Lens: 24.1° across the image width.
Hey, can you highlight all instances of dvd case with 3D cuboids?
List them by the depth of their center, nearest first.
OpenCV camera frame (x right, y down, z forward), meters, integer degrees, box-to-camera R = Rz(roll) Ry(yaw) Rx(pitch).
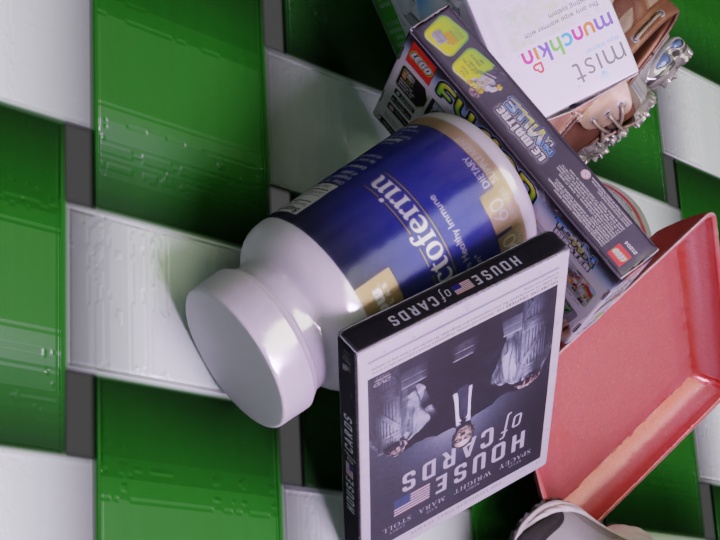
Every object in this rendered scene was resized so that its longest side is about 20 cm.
[{"bbox_3d":[0.055,0.081,1.015,0.149,0.025,0.201,-26,139,-22],"label":"dvd case"}]

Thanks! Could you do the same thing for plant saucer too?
[{"bbox_3d":[0.182,0.077,1.196,0.200,0.037,0.200,-40,139,-20],"label":"plant saucer"}]

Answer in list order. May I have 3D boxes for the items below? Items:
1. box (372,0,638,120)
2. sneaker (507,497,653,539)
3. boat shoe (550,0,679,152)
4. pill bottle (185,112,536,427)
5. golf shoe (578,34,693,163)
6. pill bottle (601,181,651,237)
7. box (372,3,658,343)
[{"bbox_3d":[0.082,-0.188,1.138,0.096,0.200,0.178,-25,99,-12],"label":"box"},{"bbox_3d":[0.167,0.213,1.179,0.199,0.079,0.074,16,103,-44],"label":"sneaker"},{"bbox_3d":[0.177,-0.134,1.280,0.201,0.071,0.076,-62,165,-3],"label":"boat shoe"},{"bbox_3d":[0.000,0.000,1.009,0.199,0.115,0.116,-35,105,-24],"label":"pill bottle"},{"bbox_3d":[0.199,-0.159,1.391,0.097,0.078,0.200,45,38,-5],"label":"golf shoe"},{"bbox_3d":[0.116,-0.001,1.189,0.199,0.108,0.110,-13,86,-49],"label":"pill bottle"},{"bbox_3d":[0.092,-0.058,1.054,0.035,0.110,0.200,-34,79,-24],"label":"box"}]
